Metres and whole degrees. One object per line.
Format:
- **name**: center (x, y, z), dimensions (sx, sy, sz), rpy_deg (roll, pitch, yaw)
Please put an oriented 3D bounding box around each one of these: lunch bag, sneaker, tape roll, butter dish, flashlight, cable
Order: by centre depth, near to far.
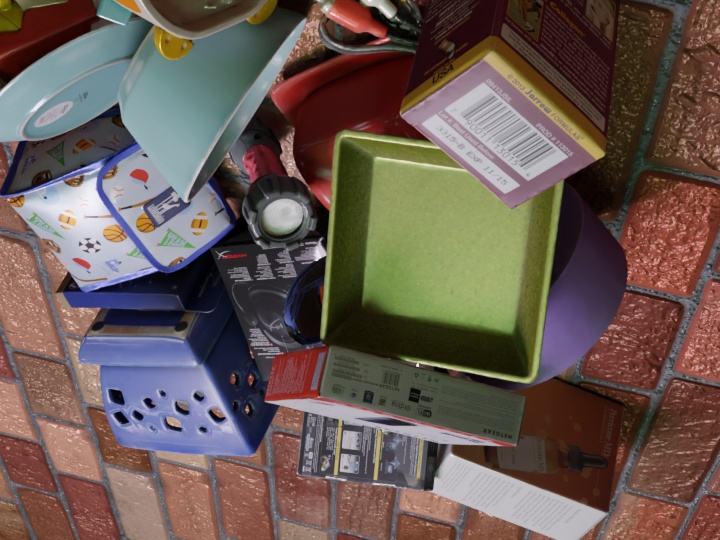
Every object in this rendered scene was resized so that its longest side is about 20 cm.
- **cable**: center (0.044, -0.204, 1.066), dimensions (0.199, 0.097, 0.050), rpy_deg (34, -177, -6)
- **butter dish**: center (0.023, -0.097, 1.167), dimensions (0.199, 0.148, 0.199), rpy_deg (-16, 132, 38)
- **flashlight**: center (-0.094, -0.092, 1.190), dimensions (0.068, 0.200, 0.068), rpy_deg (1, 120, -18)
- **tape roll**: center (0.153, 0.011, 1.204), dimensions (0.199, 0.201, 0.085), rpy_deg (-17, 130, 39)
- **sneaker**: center (0.000, 0.000, 1.262), dimensions (0.075, 0.200, 0.078), rpy_deg (50, 160, -8)
- **lunch bag**: center (-0.257, -0.081, 1.339), dimensions (0.199, 0.124, 0.170), rpy_deg (-14, 135, 18)

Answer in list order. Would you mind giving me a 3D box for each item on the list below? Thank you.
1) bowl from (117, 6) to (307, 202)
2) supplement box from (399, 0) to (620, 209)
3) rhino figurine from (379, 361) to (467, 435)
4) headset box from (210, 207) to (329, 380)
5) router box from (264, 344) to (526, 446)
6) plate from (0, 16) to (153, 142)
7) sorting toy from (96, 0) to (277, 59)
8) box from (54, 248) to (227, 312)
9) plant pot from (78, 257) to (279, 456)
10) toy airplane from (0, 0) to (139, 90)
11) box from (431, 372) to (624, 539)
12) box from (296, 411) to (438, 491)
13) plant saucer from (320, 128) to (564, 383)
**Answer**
- **bowl**: center (-0.144, -0.173, 1.112), dimensions (0.105, 0.201, 0.201), rpy_deg (33, 143, -3)
- **supplement box**: center (0.122, -0.173, 0.974), dimensions (0.131, 0.201, 0.103), rpy_deg (37, 136, -24)
- **rhino figurine**: center (0.061, 0.117, 1.350), dimensions (0.059, 0.088, 0.200), rpy_deg (6, 143, -28)
- **headset box**: center (-0.060, 0.037, 1.388), dimensions (0.148, 0.077, 0.201), rpy_deg (-5, 119, 29)
- **router box**: center (0.029, 0.122, 1.176), dimensions (0.199, 0.049, 0.179), rpy_deg (15, 168, -17)
- **plate**: center (-0.259, -0.167, 1.138), dimensions (0.200, 0.200, 0.026), rpy_deg (-35, 87, 48)
- **sorting toy**: center (-0.176, -0.261, 1.020), dimensions (0.179, 0.200, 0.107), rpy_deg (24, 130, 33)
- **box**: center (-0.240, -0.007, 1.421), dimensions (0.199, 0.121, 0.032), rpy_deg (1, 136, 22)
- **plant pot**: center (-0.204, 0.087, 1.473), dimensions (0.199, 0.201, 0.180), rpy_deg (-1, 134, 27)
- **toy airplane**: center (-0.295, -0.243, 1.149), dimensions (0.198, 0.142, 0.200), rpy_deg (-6, 148, -35)
- **box**: center (0.198, 0.213, 1.487), dimensions (0.199, 0.153, 0.106), rpy_deg (21, 144, -4)
- **box**: center (0.015, 0.151, 1.455), dimensions (0.160, 0.201, 0.049), rpy_deg (3, 172, 21)
- **plant saucer**: center (0.072, -0.018, 1.079), dimensions (0.199, 0.048, 0.201), rpy_deg (9, 109, 14)
